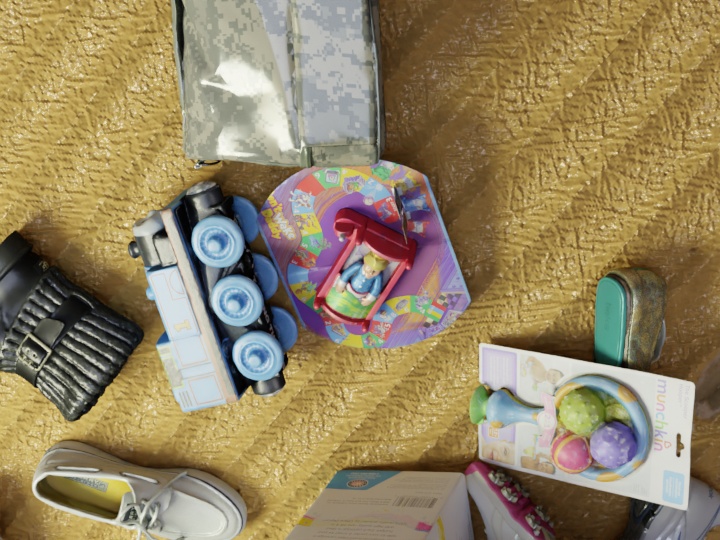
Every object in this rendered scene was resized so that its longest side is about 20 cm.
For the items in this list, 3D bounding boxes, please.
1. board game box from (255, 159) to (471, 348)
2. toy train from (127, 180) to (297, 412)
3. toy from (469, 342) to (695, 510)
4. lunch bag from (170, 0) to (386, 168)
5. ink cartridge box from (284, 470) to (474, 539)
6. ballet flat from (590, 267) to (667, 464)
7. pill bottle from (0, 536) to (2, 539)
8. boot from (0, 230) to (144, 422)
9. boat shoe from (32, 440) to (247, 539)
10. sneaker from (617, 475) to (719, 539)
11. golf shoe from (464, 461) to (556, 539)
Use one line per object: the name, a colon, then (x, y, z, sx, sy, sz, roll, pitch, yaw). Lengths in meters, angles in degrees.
board game box: (0.000, 0.000, 1.171, 0.157, 0.039, 0.201, -11, 123, 17)
toy train: (-0.131, 0.024, 1.199, 0.114, 0.087, 0.201, -14, 107, 15)
toy: (0.182, 0.137, 1.181, 0.199, 0.047, 0.116, 11, 111, 34)
lunch bag: (-0.068, -0.183, 1.095, 0.167, 0.139, 0.201, -3, 109, -1)
ink cartridge box: (0.011, 0.275, 1.192, 0.128, 0.200, 0.126, -1, 110, 23)
ballet flat: (0.232, 0.092, 1.207, 0.070, 0.071, 0.201, 7, 110, 2)
pill bottle: (-0.370, 0.316, 1.294, 0.113, 0.113, 0.201, -19, 105, 10)
boot: (-0.312, 0.086, 1.233, 0.158, 0.079, 0.211, 42, 106, -9)
boat shoe: (-0.206, 0.216, 1.263, 0.201, 0.086, 0.075, 19, 108, -2)
sneaker: (0.265, 0.273, 1.256, 0.087, 0.075, 0.201, 26, 109, -11)
golf shoe: (0.144, 0.263, 1.225, 0.092, 0.075, 0.200, -45, 65, 15)
